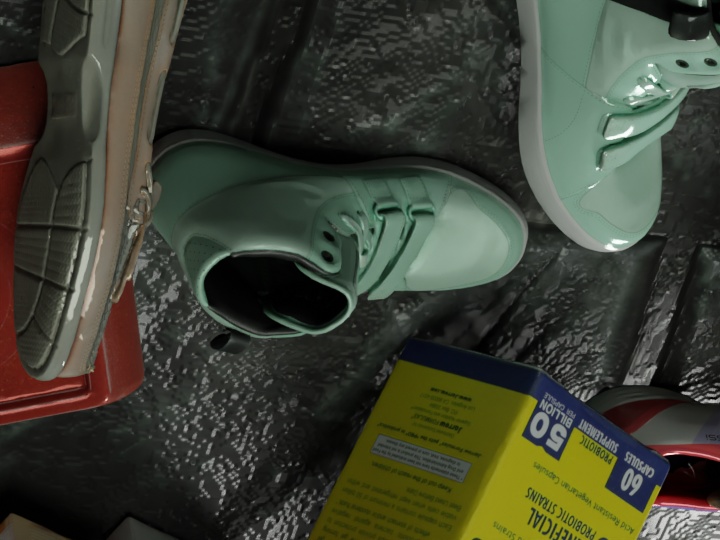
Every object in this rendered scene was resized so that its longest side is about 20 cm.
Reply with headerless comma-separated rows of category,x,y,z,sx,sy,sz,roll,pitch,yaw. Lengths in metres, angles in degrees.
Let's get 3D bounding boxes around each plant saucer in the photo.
plant saucer,-0.204,0.007,1.052,0.199,0.037,0.200,-10,128,-9

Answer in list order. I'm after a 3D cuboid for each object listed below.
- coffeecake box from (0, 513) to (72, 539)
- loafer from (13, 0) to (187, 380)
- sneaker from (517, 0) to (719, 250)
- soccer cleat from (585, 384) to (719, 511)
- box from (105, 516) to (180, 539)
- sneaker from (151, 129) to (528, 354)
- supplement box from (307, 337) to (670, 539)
coffeecake box,-0.196,0.247,1.126,0.073,0.154,0.200,29,115,-33
loafer,-0.106,-0.050,0.982,0.063,0.072,0.201,3,96,-33
sneaker,0.136,-0.077,1.026,0.074,0.118,0.201,-43,137,-31
soccer cleat,0.215,0.101,1.229,0.199,0.073,0.068,1,125,-18
box,-0.103,0.248,1.158,0.097,0.200,0.124,30,114,-33
sneaker,0.000,0.000,1.057,0.199,0.118,0.074,8,122,-24
supplement box,0.048,0.152,1.135,0.109,0.109,0.201,34,77,-35
